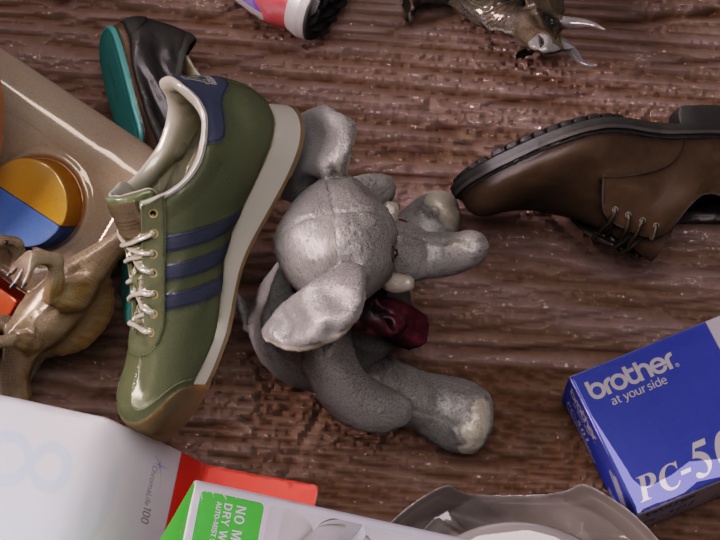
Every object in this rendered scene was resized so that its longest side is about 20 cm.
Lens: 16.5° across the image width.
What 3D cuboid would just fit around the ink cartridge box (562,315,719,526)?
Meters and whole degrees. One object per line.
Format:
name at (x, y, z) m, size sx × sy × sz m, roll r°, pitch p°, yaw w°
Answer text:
ink cartridge box at (0.229, 0.073, 1.465) m, size 0.200 × 0.044 × 0.094 m, roll -22°, pitch 70°, yaw -10°

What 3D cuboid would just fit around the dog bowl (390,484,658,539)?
dog bowl at (0.087, 0.216, 1.396) m, size 0.200 × 0.059 × 0.200 m, roll 1°, pitch 68°, yaw -2°

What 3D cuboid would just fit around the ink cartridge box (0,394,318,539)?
ink cartridge box at (-0.131, 0.166, 1.354) m, size 0.200 × 0.047 × 0.160 m, roll 12°, pitch 67°, yaw -3°

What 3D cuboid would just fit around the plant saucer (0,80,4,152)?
plant saucer at (-0.300, -0.094, 1.403) m, size 0.200 × 0.032 × 0.201 m, roll 4°, pitch 106°, yaw 14°

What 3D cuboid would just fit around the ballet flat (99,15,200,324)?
ballet flat at (-0.113, -0.061, 1.490) m, size 0.068 × 0.068 × 0.200 m, roll 0°, pitch 73°, yaw -21°

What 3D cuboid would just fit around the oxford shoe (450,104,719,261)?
oxford shoe at (0.151, -0.047, 1.479) m, size 0.200 × 0.073 × 0.085 m, roll -7°, pitch 74°, yaw -20°

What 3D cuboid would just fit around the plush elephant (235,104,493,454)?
plush elephant at (0.000, 0.000, 1.403) m, size 0.200 × 0.155 × 0.165 m, roll 6°, pitch 66°, yaw -18°

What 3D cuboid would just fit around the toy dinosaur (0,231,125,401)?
toy dinosaur at (-0.172, 0.010, 1.411) m, size 0.200 × 0.101 × 0.058 m, roll -51°, pitch 49°, yaw 11°

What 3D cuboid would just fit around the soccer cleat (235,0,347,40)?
soccer cleat at (-0.013, -0.239, 1.567) m, size 0.073 × 0.068 × 0.200 m, roll 25°, pitch 71°, yaw 15°

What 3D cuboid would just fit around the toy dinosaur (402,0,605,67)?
toy dinosaur at (0.080, -0.205, 1.563) m, size 0.102 × 0.077 × 0.200 m, roll 0°, pitch 63°, yaw -15°

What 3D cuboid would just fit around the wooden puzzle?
wooden puzzle at (-0.243, -0.031, 1.452) m, size 0.185 × 0.046 × 0.200 m, roll 33°, pitch 93°, yaw 10°

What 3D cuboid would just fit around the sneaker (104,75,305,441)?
sneaker at (-0.108, -0.015, 1.352) m, size 0.090 × 0.067 × 0.200 m, roll 26°, pitch 83°, yaw -35°

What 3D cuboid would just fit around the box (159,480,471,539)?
box at (-0.021, 0.187, 1.253) m, size 0.176 × 0.200 × 0.097 m, roll 14°, pitch 69°, yaw -8°
